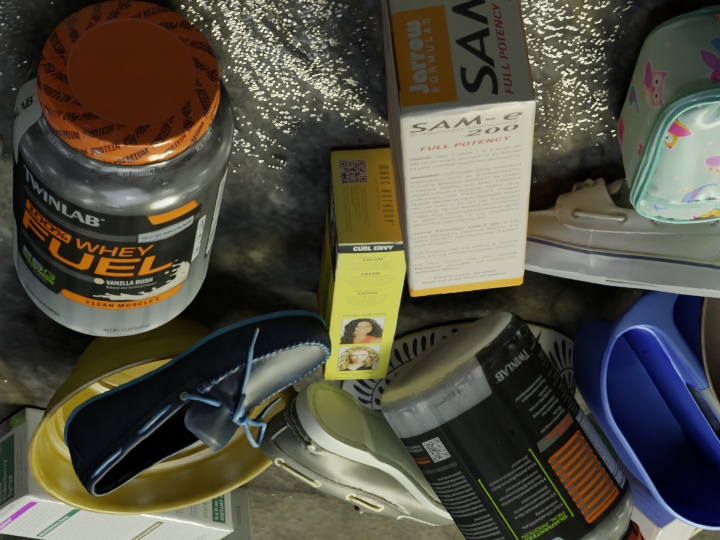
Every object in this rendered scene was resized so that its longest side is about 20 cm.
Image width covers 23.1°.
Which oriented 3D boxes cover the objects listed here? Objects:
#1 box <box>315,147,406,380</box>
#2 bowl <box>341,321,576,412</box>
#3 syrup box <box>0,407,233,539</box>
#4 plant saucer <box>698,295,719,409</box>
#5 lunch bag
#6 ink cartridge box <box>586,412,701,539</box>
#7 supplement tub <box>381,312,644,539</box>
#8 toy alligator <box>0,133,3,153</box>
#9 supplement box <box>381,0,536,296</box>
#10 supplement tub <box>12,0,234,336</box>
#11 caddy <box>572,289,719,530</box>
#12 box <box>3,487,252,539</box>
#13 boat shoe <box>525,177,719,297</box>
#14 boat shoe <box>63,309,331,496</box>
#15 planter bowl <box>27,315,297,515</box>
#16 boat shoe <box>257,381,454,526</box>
[{"bbox_3d":[0.000,0.000,1.198,0.050,0.075,0.200,-3,152,-5],"label":"box"},{"bbox_3d":[0.088,0.127,1.427,0.200,0.094,0.201,-5,151,-3],"label":"bowl"},{"bbox_3d":[-0.211,0.180,1.470,0.200,0.079,0.081,17,144,-36],"label":"syrup box"},{"bbox_3d":[0.314,0.033,1.244,0.200,0.201,0.032,8,-177,-26],"label":"plant saucer"},{"bbox_3d":[0.264,-0.093,1.082,0.199,0.077,0.161,-4,151,-6],"label":"lunch bag"},{"bbox_3d":[0.249,0.153,1.434,0.200,0.117,0.067,-24,146,-41],"label":"ink cartridge box"},{"bbox_3d":[0.115,0.142,1.279,0.122,0.200,0.123,-32,-173,4],"label":"supplement tub"},{"bbox_3d":[-0.277,-0.033,1.087,0.054,0.059,0.200,9,147,-27],"label":"toy alligator"},{"bbox_3d":[0.054,-0.087,0.995,0.073,0.126,0.200,-6,152,0],"label":"supplement box"},{"bbox_3d":[-0.138,-0.057,1.012,0.122,0.123,0.200,-1,151,-11],"label":"supplement tub"},{"bbox_3d":[0.248,0.093,1.291,0.141,0.105,0.200,-35,107,-5],"label":"caddy"},{"bbox_3d":[-0.204,0.300,1.564,0.198,0.200,0.131,7,148,-24],"label":"box"},{"bbox_3d":[0.164,-0.028,1.189,0.200,0.070,0.071,8,176,25],"label":"boat shoe"},{"bbox_3d":[-0.104,0.098,1.201,0.200,0.069,0.084,-30,142,15],"label":"boat shoe"},{"bbox_3d":[-0.150,0.092,1.301,0.200,0.084,0.201,-11,142,-9],"label":"planter bowl"},{"bbox_3d":[0.008,0.146,1.314,0.060,0.072,0.202,-35,134,24],"label":"boat shoe"}]
